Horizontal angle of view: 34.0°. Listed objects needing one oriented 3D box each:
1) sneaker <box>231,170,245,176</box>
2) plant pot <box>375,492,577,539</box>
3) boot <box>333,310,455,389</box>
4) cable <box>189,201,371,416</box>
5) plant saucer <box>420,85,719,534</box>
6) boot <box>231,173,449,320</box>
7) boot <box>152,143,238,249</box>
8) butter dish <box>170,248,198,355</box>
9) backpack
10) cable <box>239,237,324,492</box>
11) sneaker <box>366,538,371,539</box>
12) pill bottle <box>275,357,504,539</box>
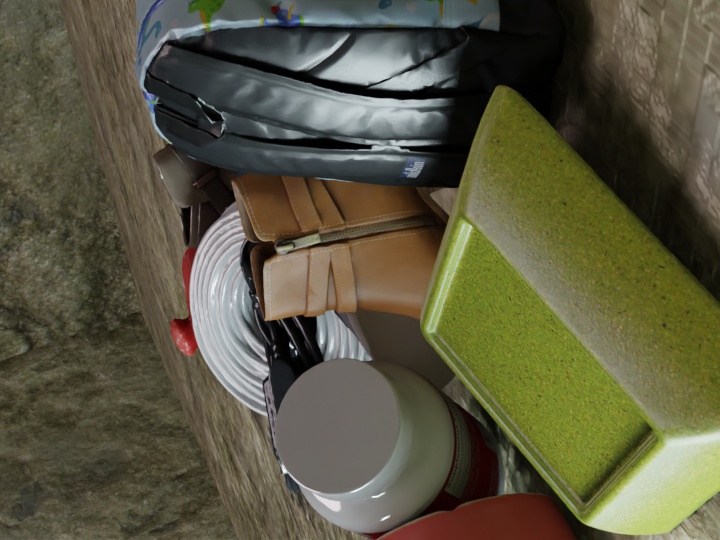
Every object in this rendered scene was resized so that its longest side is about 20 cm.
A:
[{"bbox_3d":[-0.090,-0.123,0.892,0.077,0.087,0.200,33,-175,-14],"label":"sneaker"},{"bbox_3d":[0.086,0.251,0.750,0.201,0.198,0.179,100,155,-61],"label":"plant pot"},{"bbox_3d":[0.000,0.000,0.881,0.201,0.072,0.090,55,174,-15],"label":"boot"},{"bbox_3d":[-0.061,0.029,1.004,0.199,0.069,0.202,-18,99,37],"label":"cable"},{"bbox_3d":[0.099,0.040,0.585,0.200,0.048,0.201,50,158,18],"label":"plant saucer"},{"bbox_3d":[0.012,0.008,0.737,0.074,0.153,0.202,179,72,-74],"label":"boot"},{"bbox_3d":[-0.115,-0.118,1.050,0.070,0.145,0.202,-145,38,-68],"label":"boot"},{"bbox_3d":[-0.143,0.045,1.317,0.200,0.147,0.201,46,161,57],"label":"butter dish"},{"bbox_3d":[-0.017,-0.114,0.608,0.163,0.198,0.155,104,152,-66],"label":"backpack"},{"bbox_3d":[-0.053,0.067,0.895,0.163,0.050,0.202,168,90,-86],"label":"cable"},{"bbox_3d":[0.023,0.255,0.952,0.075,0.201,0.076,37,178,-26],"label":"sneaker"},{"bbox_3d":[0.022,0.126,0.798,0.113,0.112,0.200,62,-170,28],"label":"pill bottle"}]
